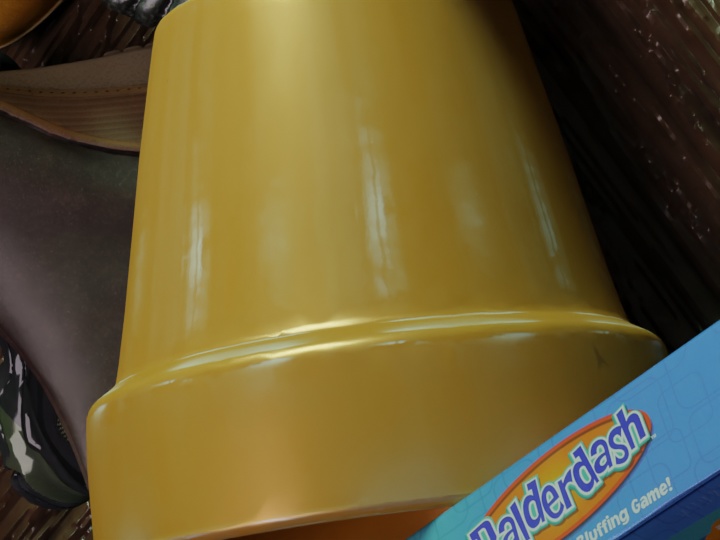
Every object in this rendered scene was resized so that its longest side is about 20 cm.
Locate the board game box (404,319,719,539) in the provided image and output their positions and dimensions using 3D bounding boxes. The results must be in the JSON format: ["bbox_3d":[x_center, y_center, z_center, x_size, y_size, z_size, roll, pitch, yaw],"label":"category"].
[{"bbox_3d":[0.109,0.086,0.787,0.200,0.152,0.045,-38,49,28],"label":"board game box"}]

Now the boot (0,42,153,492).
[{"bbox_3d":[-0.125,0.008,0.991,0.072,0.200,0.167,112,142,-73],"label":"boot"}]

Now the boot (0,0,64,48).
[{"bbox_3d":[-0.164,-0.149,1.010,0.071,0.144,0.201,56,133,16],"label":"boot"}]

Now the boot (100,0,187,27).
[{"bbox_3d":[-0.016,-0.133,0.916,0.211,0.079,0.158,45,124,38],"label":"boot"}]

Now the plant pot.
[{"bbox_3d":[0.000,0.000,0.883,0.200,0.200,0.184,-18,76,45],"label":"plant pot"}]

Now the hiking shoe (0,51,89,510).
[{"bbox_3d":[-0.115,-0.002,1.074,0.101,0.076,0.200,-9,104,33],"label":"hiking shoe"}]
